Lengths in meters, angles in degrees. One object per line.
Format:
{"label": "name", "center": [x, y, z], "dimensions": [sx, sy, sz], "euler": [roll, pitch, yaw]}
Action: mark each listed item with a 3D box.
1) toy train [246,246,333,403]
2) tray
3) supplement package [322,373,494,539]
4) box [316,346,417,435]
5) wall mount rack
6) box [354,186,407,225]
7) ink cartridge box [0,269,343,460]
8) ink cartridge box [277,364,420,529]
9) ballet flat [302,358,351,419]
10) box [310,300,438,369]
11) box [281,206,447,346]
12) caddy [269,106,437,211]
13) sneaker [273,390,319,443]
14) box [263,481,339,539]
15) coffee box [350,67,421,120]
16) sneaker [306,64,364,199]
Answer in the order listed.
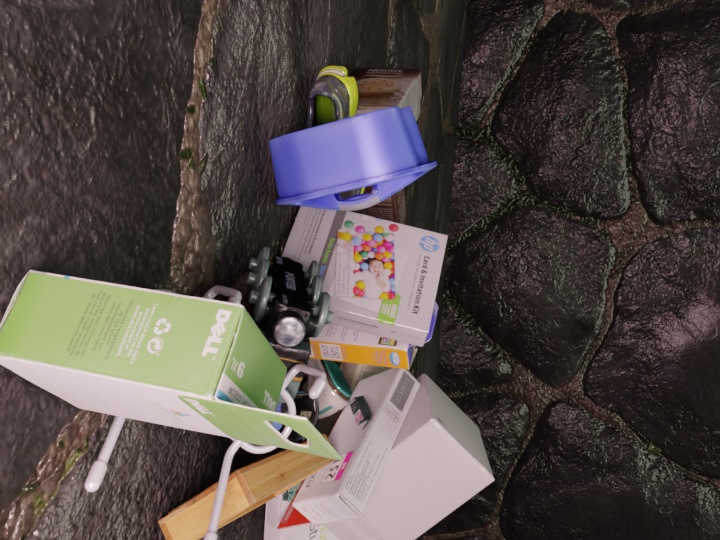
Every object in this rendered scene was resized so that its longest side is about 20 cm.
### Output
{"label": "toy train", "center": [-0.086, 0.050, 0.677], "dimensions": [0.200, 0.085, 0.114], "euler": [-118, -134, -70]}
{"label": "tray", "center": [-0.106, 0.222, 0.671], "dimensions": [0.037, 0.099, 0.200], "euler": [58, 14, 13]}
{"label": "supplement package", "center": [0.051, 0.257, 0.840], "dimensions": [0.120, 0.200, 0.121], "euler": [46, 13, -13]}
{"label": "box", "center": [0.004, 0.178, 1.003], "dimensions": [0.078, 0.095, 0.200], "euler": [56, -48, 53]}
{"label": "wall mount rack", "center": [-0.122, 0.115, 0.521], "dimensions": [0.174, 0.074, 0.200], "euler": [-53, 123, -19]}
{"label": "box", "center": [0.020, -0.119, 1.080], "dimensions": [0.200, 0.100, 0.075], "euler": [81, 20, -48]}
{"label": "ink cartridge box", "center": [-0.108, 0.061, 0.407], "dimensions": [0.104, 0.200, 0.059], "euler": [73, 29, -60]}
{"label": "ink cartridge box", "center": [-0.026, 0.223, 0.821], "dimensions": [0.044, 0.173, 0.200], "euler": [47, 46, -15]}
{"label": "ballet flat", "center": [-0.059, 0.138, 0.915], "dimensions": [0.200, 0.069, 0.070], "euler": [-111, -161, -65]}
{"label": "box", "center": [0.001, 0.068, 0.863], "dimensions": [0.119, 0.200, 0.042], "euler": [-68, 159, -46]}
{"label": "box", "center": [0.000, 0.000, 0.828], "dimensions": [0.041, 0.200, 0.156], "euler": [102, 4, -54]}
{"label": "caddy", "center": [-0.011, -0.124, 0.771], "dimensions": [0.141, 0.200, 0.105], "euler": [-38, 116, -69]}
{"label": "sneaker", "center": [-0.091, 0.180, 0.771], "dimensions": [0.200, 0.089, 0.079], "euler": [59, 40, -72]}
{"label": "box", "center": [-0.054, 0.345, 0.936], "dimensions": [0.200, 0.036, 0.145], "euler": [-5, 102, -50]}
{"label": "coffee box", "center": [0.022, -0.248, 1.006], "dimensions": [0.200, 0.114, 0.080], "euler": [-66, 157, -55]}
{"label": "sneaker", "center": [-0.041, -0.173, 0.894], "dimensions": [0.081, 0.074, 0.200], "euler": [-53, 140, -53]}
